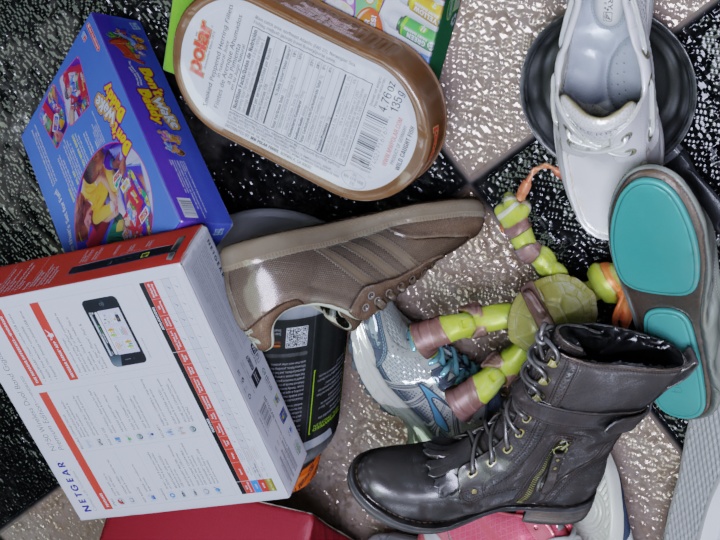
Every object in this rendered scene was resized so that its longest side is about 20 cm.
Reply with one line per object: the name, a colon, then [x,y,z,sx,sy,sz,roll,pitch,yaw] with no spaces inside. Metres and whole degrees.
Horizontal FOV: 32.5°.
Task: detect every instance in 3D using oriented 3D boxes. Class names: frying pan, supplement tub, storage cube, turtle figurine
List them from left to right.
storage cube: [-0.114,0.280,0.999,0.198,0.181,0.171,9,162,21]
supplement tub: [-0.072,0.065,0.944,0.121,0.123,0.202,15,119,17]
turtle figurine: [0.126,0.043,0.851,0.160,0.064,0.201,-30,105,12]
frying pan: [0.193,-0.100,0.795,0.189,0.031,0.116,26,124,7]

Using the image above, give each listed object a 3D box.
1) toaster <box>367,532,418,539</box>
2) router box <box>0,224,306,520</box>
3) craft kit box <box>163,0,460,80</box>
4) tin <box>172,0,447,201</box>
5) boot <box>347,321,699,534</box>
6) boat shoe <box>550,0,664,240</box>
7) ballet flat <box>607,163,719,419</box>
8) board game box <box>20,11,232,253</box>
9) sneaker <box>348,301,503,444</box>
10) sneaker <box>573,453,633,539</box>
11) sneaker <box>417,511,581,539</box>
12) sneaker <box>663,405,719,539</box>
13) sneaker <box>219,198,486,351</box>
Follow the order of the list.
toaster: [0.056,0.298,1.005,0.128,0.114,0.202,10,122,19]
router box: [-0.155,0.078,0.863,0.178,0.049,0.201,-9,120,21]
craft kit box: [-0.029,-0.200,0.841,0.196,0.049,0.201,23,122,16]
tin: [-0.037,-0.123,0.836,0.199,0.042,0.113,27,119,10]
boot: [0.100,0.094,0.805,0.198,0.070,0.175,1,136,-15]
boat shoe: [0.146,-0.101,0.758,0.070,0.069,0.202,2,119,20]
ballet flat: [0.203,0.006,0.796,0.067,0.064,0.201,8,130,34]
board game box: [-0.178,-0.069,0.909,0.135,0.045,0.201,-48,56,35]
sneaker: [0.061,0.082,0.930,0.086,0.078,0.201,-20,114,24]
sneaker: [0.187,0.220,0.943,0.074,0.084,0.202,-8,87,38]
sneaker: [0.131,0.209,0.876,0.199,0.074,0.087,27,110,27]
sneaker: [0.275,0.140,0.869,0.081,0.074,0.202,5,116,-13]
sneaker: [0.000,0.000,0.848,0.070,0.198,0.076,-4,98,66]
